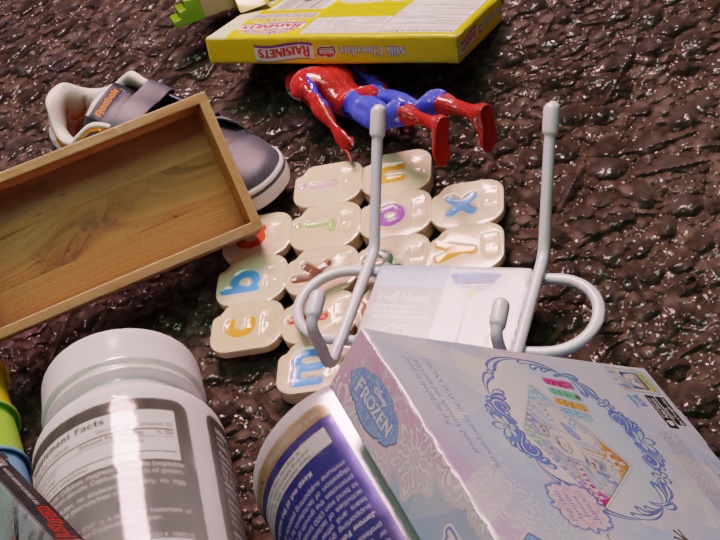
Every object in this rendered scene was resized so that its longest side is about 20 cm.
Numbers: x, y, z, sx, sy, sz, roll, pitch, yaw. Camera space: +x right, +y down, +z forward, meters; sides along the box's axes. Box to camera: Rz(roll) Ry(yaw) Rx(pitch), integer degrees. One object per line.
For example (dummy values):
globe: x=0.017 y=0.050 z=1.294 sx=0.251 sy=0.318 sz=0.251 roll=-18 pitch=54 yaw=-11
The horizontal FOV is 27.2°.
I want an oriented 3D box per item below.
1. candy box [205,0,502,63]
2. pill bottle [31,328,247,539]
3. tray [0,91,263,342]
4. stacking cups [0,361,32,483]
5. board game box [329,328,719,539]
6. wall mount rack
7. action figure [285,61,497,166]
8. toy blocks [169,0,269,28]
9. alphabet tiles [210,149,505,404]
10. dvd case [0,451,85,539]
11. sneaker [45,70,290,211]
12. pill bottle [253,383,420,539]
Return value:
candy box: x=-0.004 y=-0.180 z=1.103 sx=0.199 sy=0.026 sz=0.102 roll=4 pitch=30 yaw=24
pill bottle: x=-0.123 y=0.137 z=0.822 sx=0.114 sy=0.114 sz=0.200 roll=-20 pitch=45 yaw=3
tray: x=-0.175 y=-0.033 z=0.974 sx=0.199 sy=0.037 sz=0.099 roll=-24 pitch=89 yaw=-12
stacking cups: x=-0.217 y=0.136 z=0.900 sx=0.060 sy=0.061 sz=0.200 roll=-29 pitch=48 yaw=-6
board game box: x=0.110 y=0.115 z=0.715 sx=0.043 sy=0.199 sz=0.200 roll=-60 pitch=39 yaw=25
wall mount rack: x=0.051 y=-0.017 z=0.902 sx=0.199 sy=0.075 sz=0.174 roll=2 pitch=50 yaw=21
action figure: x=0.008 y=-0.113 z=1.039 sx=0.065 sy=0.052 sz=0.200 roll=-23 pitch=32 yaw=-30
toy blocks: x=-0.077 y=-0.292 z=1.161 sx=0.199 sy=0.137 sz=0.100 roll=-21 pitch=25 yaw=-6
alphabet tiles: x=0.000 y=0.000 z=0.969 sx=0.195 sy=0.015 sz=0.200 roll=-9 pitch=47 yaw=13
dvd case: x=-0.177 y=0.189 z=0.753 sx=0.200 sy=0.022 sz=0.147 roll=21 pitch=99 yaw=58
sneaker: x=-0.146 y=-0.090 z=1.055 sx=0.199 sy=0.080 sz=0.079 roll=9 pitch=50 yaw=31
pill bottle: x=0.031 y=0.155 z=0.745 sx=0.115 sy=0.116 sz=0.200 roll=-28 pitch=45 yaw=-6
